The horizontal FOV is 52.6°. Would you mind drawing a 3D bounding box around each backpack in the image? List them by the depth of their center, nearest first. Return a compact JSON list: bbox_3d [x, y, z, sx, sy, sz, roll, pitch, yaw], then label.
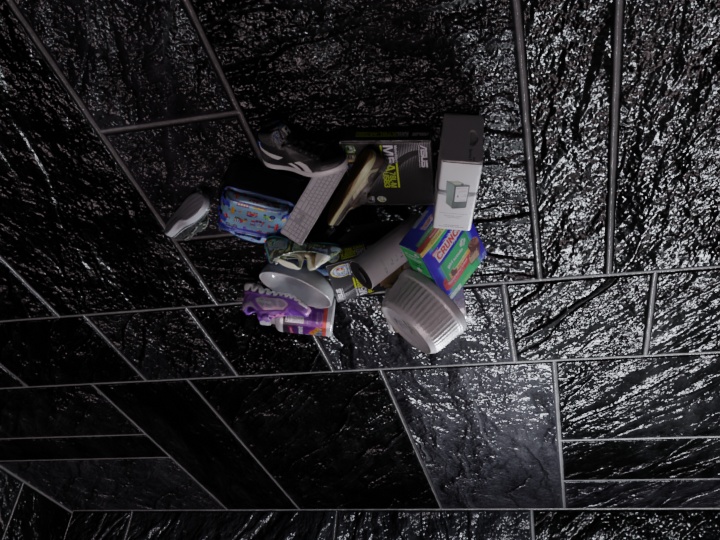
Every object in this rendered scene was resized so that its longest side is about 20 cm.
[{"bbox_3d":[-0.243,-0.136,1.663,0.182,0.135,0.200,16,143,-14],"label":"backpack"}]

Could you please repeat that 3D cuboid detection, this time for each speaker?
[{"bbox_3d":[0.072,-0.043,1.688,0.081,0.200,0.081,43,158,22],"label":"speaker"}]

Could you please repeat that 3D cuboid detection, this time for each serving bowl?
[{"bbox_3d":[-0.155,0.024,1.866,0.200,0.066,0.200,19,160,7],"label":"serving bowl"}]

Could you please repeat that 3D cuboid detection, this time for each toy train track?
[{"bbox_3d":[0.083,0.053,1.789,0.033,0.115,0.200,14,113,47],"label":"toy train track"}]

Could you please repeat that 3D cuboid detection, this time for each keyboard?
[{"bbox_3d":[-0.100,-0.153,1.569,0.056,0.011,0.200,32,99,2],"label":"keyboard"}]

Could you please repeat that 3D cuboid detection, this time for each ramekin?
[{"bbox_3d":[0.141,0.104,1.703,0.200,0.105,0.200,41,167,12],"label":"ramekin"}]

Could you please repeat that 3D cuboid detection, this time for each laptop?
[{"bbox_3d":[-0.040,-0.123,1.718,0.200,0.116,0.187,45,150,-5],"label":"laptop"}]

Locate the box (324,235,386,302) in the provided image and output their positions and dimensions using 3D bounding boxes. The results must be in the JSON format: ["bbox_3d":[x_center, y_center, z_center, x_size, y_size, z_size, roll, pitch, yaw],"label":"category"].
[{"bbox_3d":[0.000,0.000,1.826,0.160,0.044,0.200,-15,150,-1],"label":"box"}]

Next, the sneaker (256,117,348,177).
[{"bbox_3d":[-0.130,-0.259,1.509,0.200,0.073,0.112,7,144,22],"label":"sneaker"}]

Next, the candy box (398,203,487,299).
[{"bbox_3d":[0.193,-0.050,1.678,0.077,0.169,0.200,24,158,42],"label":"candy box"}]

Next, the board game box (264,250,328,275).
[{"bbox_3d":[-0.141,-0.022,1.894,0.200,0.019,0.103,-1,145,9],"label":"board game box"}]

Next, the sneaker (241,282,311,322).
[{"bbox_3d":[-0.228,0.100,1.915,0.200,0.089,0.081,14,158,18],"label":"sneaker"}]

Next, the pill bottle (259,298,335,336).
[{"bbox_3d":[-0.173,0.118,2.008,0.200,0.112,0.111,6,143,0],"label":"pill bottle"}]

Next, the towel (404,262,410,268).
[{"bbox_3d":[0.171,-0.020,1.843,0.132,0.035,0.200,0,142,7],"label":"towel"}]

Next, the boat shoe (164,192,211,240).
[{"bbox_3d":[-0.401,-0.129,1.759,0.071,0.072,0.200,20,152,-32],"label":"boat shoe"}]

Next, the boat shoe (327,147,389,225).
[{"bbox_3d":[-0.006,-0.166,1.547,0.065,0.073,0.200,20,128,-20],"label":"boat shoe"}]

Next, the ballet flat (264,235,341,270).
[{"bbox_3d":[-0.130,-0.032,1.666,0.200,0.074,0.074,5,148,-33],"label":"ballet flat"}]

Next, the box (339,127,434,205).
[{"bbox_3d":[0.063,-0.222,1.579,0.193,0.048,0.200,3,144,10],"label":"box"}]

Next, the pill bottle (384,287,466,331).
[{"bbox_3d":[0.168,0.091,1.867,0.200,0.114,0.114,-6,142,6],"label":"pill bottle"}]

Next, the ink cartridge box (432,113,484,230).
[{"bbox_3d":[0.200,-0.203,1.505,0.084,0.146,0.200,5,142,3],"label":"ink cartridge box"}]
